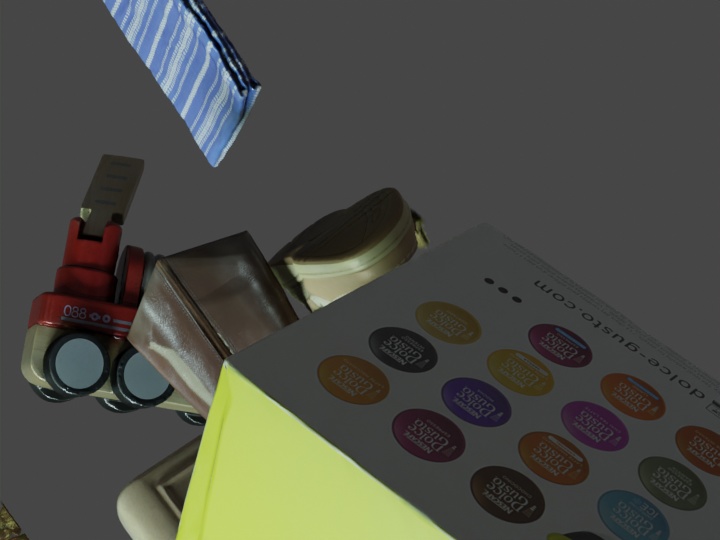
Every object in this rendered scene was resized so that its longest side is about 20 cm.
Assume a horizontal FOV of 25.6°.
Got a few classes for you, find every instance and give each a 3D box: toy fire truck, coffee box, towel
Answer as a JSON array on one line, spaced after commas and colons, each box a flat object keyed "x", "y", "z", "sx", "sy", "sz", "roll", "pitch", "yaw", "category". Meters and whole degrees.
[{"x": -0.156, "y": 0.007, "z": 1.196, "sx": 0.128, "sy": 0.174, "sz": 0.203, "roll": 160, "pitch": 119, "yaw": -69, "category": "toy fire truck"}, {"x": 0.048, "y": 0.137, "z": 0.692, "sx": 0.199, "sy": 0.197, "sz": 0.202, "roll": 35, "pitch": 125, "yaw": 24, "category": "coffee box"}, {"x": -0.140, "y": -0.171, "z": 1.038, "sx": 0.201, "sy": 0.024, "sz": 0.145, "roll": 56, "pitch": 160, "yaw": 3, "category": "towel"}]

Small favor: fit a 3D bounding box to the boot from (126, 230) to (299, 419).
[{"x": -0.089, "y": 0.099, "z": 0.942, "sx": 0.201, "sy": 0.186, "sz": 0.064, "roll": 51, "pitch": 174, "yaw": -2, "category": "boot"}]

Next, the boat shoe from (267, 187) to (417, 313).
[{"x": 0.000, "y": 0.000, "z": 0.919, "sx": 0.065, "sy": 0.071, "sz": 0.200, "roll": 54, "pitch": 170, "yaw": -7, "category": "boat shoe"}]

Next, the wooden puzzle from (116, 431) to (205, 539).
[{"x": -0.028, "y": 0.164, "z": 1.018, "sx": 0.185, "sy": 0.199, "sz": 0.037, "roll": 48, "pitch": 159, "yaw": 20, "category": "wooden puzzle"}]
